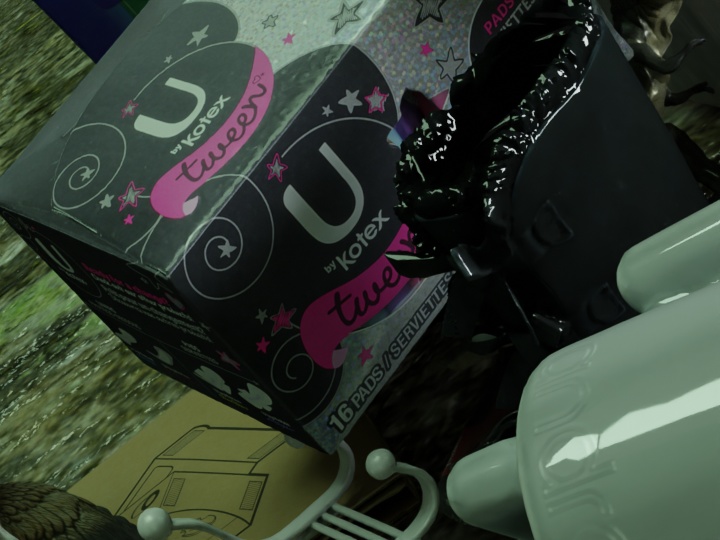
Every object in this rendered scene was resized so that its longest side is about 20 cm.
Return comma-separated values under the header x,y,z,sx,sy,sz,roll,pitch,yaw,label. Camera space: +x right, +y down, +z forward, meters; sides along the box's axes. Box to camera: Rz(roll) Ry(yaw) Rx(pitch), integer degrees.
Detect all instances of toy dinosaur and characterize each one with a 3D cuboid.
x,y,z,sx,sy,sz,roll,pitch,yaw,label
0.111,-0.036,0.897,0.047,0.088,0.200,69,-136,-76,toy dinosaur

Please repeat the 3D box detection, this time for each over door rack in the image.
x,y,z,sx,sy,sz,roll,pitch,yaw,label
-0.046,0.140,0.799,0.200,0.067,0.148,-50,26,-13,over door rack

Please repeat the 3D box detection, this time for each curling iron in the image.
x,y,z,sx,sy,sz,roll,pitch,yaw,label
0.076,0.035,0.902,0.049,0.026,0.200,-2,32,23,curling iron

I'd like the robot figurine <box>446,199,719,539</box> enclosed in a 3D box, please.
x,y,z,sx,sy,sz,roll,pitch,yaw,label
0.125,0.056,0.658,0.200,0.113,0.170,-26,67,25,robot figurine

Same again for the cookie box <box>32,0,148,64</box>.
x,y,z,sx,sy,sz,roll,pitch,yaw,label
-0.090,-0.184,1.137,0.171,0.075,0.200,-38,-22,2,cookie box

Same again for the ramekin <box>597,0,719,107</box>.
x,y,z,sx,sy,sz,roll,pitch,yaw,label
0.185,-0.161,0.999,0.200,0.105,0.200,-33,23,16,ramekin

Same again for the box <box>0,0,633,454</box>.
x,y,z,sx,sy,sz,roll,pitch,yaw,label
-0.018,-0.055,0.864,0.132,0.115,0.200,21,68,49,box

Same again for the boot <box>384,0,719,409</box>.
x,y,z,sx,sy,sz,roll,pitch,yaw,label
0.103,-0.025,0.786,0.073,0.163,0.198,-8,38,50,boot

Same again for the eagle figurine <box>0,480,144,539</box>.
x,y,z,sx,sy,sz,roll,pitch,yaw,label
-0.164,0.092,0.892,0.151,0.152,0.200,14,38,8,eagle figurine

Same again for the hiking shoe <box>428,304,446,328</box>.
x,y,z,sx,sy,sz,roll,pitch,yaw,label
0.000,0.000,0.992,0.100,0.076,0.200,-15,19,5,hiking shoe

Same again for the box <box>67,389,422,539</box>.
x,y,z,sx,sy,sz,roll,pitch,yaw,label
-0.066,0.104,0.984,0.163,0.021,0.200,-37,22,0,box
